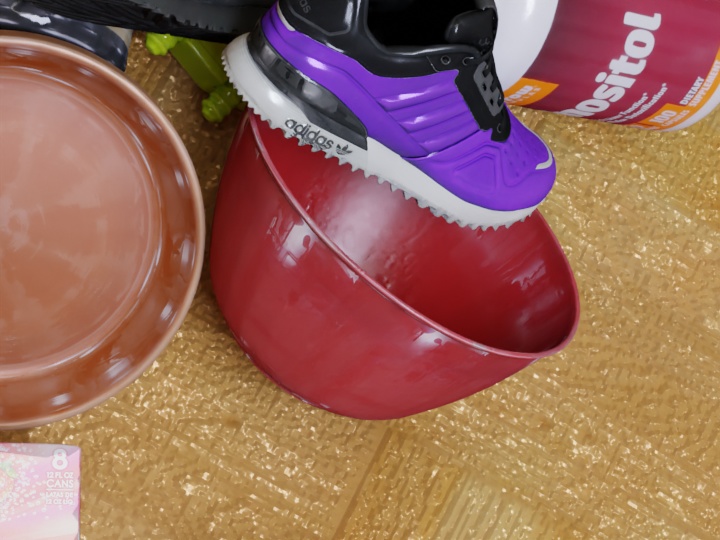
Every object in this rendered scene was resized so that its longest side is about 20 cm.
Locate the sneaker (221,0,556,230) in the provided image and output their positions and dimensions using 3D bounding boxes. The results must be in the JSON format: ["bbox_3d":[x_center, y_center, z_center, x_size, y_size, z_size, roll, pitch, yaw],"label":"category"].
[{"bbox_3d":[0.040,-0.089,0.901,0.200,0.100,0.070,20,34,-40],"label":"sneaker"}]

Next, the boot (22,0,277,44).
[{"bbox_3d":[-0.086,-0.191,0.891,0.079,0.211,0.159,6,93,28],"label":"boot"}]

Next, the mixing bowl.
[{"bbox_3d":[0.000,0.000,0.950,0.200,0.108,0.201,30,31,-20],"label":"mixing bowl"}]

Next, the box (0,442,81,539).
[{"bbox_3d":[-0.234,0.128,0.881,0.199,0.103,0.095,3,79,-15],"label":"box"}]

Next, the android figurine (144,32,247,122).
[{"bbox_3d":[-0.031,-0.164,1.017,0.200,0.041,0.182,-44,107,-21],"label":"android figurine"}]

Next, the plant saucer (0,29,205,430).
[{"bbox_3d":[-0.176,-0.019,0.921,0.199,0.032,0.201,-4,111,-11],"label":"plant saucer"}]

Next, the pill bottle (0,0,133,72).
[{"bbox_3d":[-0.155,-0.199,0.960,0.111,0.112,0.201,13,76,-14],"label":"pill bottle"}]

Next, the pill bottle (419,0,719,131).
[{"bbox_3d":[0.098,-0.140,0.999,0.199,0.113,0.114,6,77,-32],"label":"pill bottle"}]
